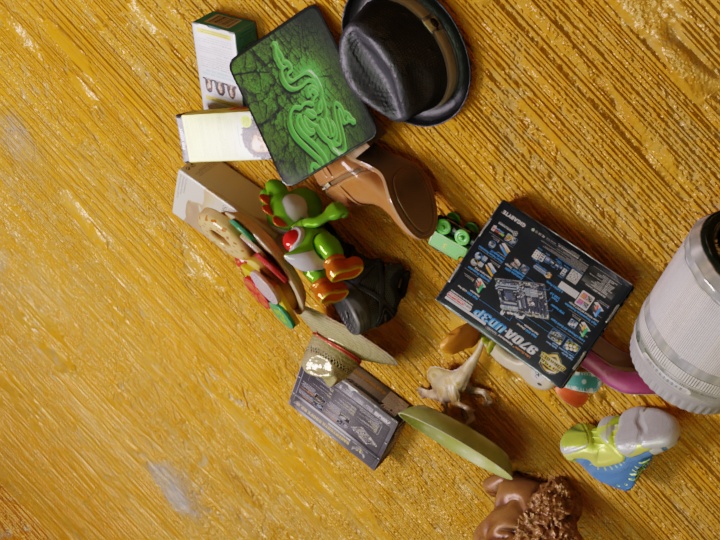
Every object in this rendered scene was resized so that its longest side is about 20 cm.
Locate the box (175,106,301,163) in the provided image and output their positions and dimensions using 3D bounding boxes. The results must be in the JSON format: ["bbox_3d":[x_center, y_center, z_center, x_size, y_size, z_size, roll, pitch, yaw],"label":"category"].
[{"bbox_3d":[-0.163,-0.195,1.410,0.200,0.050,0.075,0,109,25],"label":"box"}]

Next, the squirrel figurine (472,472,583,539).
[{"bbox_3d":[0.243,0.406,1.501,0.142,0.187,0.200,52,139,-4],"label":"squirrel figurine"}]

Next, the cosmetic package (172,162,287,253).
[{"bbox_3d":[-0.200,-0.089,1.587,0.200,0.071,0.105,34,138,15],"label":"cosmetic package"}]

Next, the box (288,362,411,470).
[{"bbox_3d":[-0.021,0.231,1.701,0.200,0.048,0.159,36,139,15],"label":"box"}]

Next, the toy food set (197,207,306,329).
[{"bbox_3d":[-0.153,-0.008,1.470,0.198,0.049,0.200,29,153,48],"label":"toy food set"}]

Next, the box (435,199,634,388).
[{"bbox_3d":[0.221,0.029,1.263,0.200,0.046,0.159,35,98,15],"label":"box"}]

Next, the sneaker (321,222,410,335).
[{"bbox_3d":[0.000,0.000,1.492,0.200,0.114,0.076,58,153,33],"label":"sneaker"}]

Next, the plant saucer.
[{"bbox_3d":[0.152,0.258,1.526,0.200,0.031,0.200,29,168,7],"label":"plant saucer"}]

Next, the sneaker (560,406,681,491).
[{"bbox_3d":[0.375,0.248,1.362,0.105,0.076,0.200,46,148,-17],"label":"sneaker"}]

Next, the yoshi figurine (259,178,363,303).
[{"bbox_3d":[-0.066,-0.055,1.431,0.200,0.112,0.112,54,177,23],"label":"yoshi figurine"}]

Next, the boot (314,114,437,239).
[{"bbox_3d":[0.016,-0.111,1.382,0.200,0.074,0.155,60,147,4],"label":"boot"}]

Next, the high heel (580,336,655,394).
[{"bbox_3d":[0.326,0.099,1.282,0.200,0.067,0.096,10,113,24],"label":"high heel"}]

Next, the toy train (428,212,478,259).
[{"bbox_3d":[0.180,-0.012,1.334,0.200,0.042,0.056,32,126,18],"label":"toy train"}]

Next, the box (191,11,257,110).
[{"bbox_3d":[-0.189,-0.270,1.452,0.082,0.049,0.200,21,133,27],"label":"box"}]

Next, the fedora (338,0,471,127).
[{"bbox_3d":[0.037,-0.256,1.231,0.200,0.092,0.201,24,134,27],"label":"fedora"}]

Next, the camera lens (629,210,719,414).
[{"bbox_3d":[0.405,0.044,1.096,0.160,0.160,0.200,34,137,15],"label":"camera lens"}]

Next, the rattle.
[{"bbox_3d":[0.223,0.133,1.348,0.130,0.143,0.200,-32,92,31],"label":"rattle"}]

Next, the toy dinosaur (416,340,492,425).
[{"bbox_3d":[0.147,0.179,1.507,0.101,0.058,0.200,47,140,3],"label":"toy dinosaur"}]

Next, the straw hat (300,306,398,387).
[{"bbox_3d":[-0.045,0.135,1.551,0.201,0.085,0.201,30,169,6],"label":"straw hat"}]

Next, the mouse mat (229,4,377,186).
[{"bbox_3d":[-0.080,-0.233,1.331,0.161,0.008,0.200,-28,85,25],"label":"mouse mat"}]
